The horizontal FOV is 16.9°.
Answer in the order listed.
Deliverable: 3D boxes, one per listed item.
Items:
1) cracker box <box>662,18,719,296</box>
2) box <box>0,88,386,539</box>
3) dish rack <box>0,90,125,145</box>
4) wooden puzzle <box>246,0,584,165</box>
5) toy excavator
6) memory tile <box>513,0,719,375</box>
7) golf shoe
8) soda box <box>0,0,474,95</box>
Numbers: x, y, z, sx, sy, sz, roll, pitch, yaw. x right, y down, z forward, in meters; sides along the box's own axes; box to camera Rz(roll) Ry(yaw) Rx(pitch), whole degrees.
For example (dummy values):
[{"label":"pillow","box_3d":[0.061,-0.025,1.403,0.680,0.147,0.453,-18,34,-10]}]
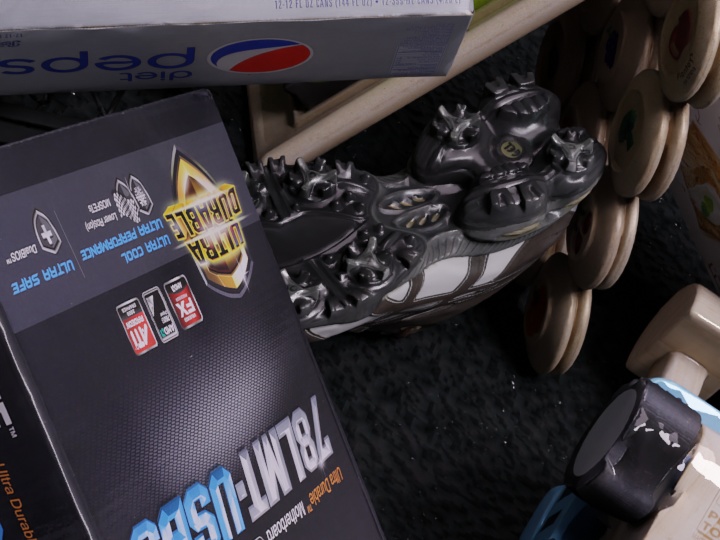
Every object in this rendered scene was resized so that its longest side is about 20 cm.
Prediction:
[{"label":"cracker box","box_3d":[0.177,-0.027,0.982,0.200,0.058,0.134,65,-10,-10]},{"label":"box","box_3d":[-0.058,0.055,0.701,0.199,0.050,0.200,67,19,-2]},{"label":"dish rack","box_3d":[-0.135,-0.107,0.839,0.153,0.055,0.200,13,58,18]},{"label":"wooden puzzle","box_3d":[0.022,-0.142,1.000,0.037,0.185,0.200,46,25,-34]},{"label":"toy excavator","box_3d":[0.107,0.086,0.893,0.100,0.200,0.195,33,79,-8]},{"label":"memory tile","box_3d":[0.097,-0.069,0.966,0.017,0.200,0.153,10,43,-14]},{"label":"golf shoe","box_3d":[0.000,0.000,0.915,0.200,0.095,0.078,-18,59,-20]},{"label":"soda box","box_3d":[-0.068,-0.097,0.760,0.200,0.063,0.068,-3,76,-6]}]
